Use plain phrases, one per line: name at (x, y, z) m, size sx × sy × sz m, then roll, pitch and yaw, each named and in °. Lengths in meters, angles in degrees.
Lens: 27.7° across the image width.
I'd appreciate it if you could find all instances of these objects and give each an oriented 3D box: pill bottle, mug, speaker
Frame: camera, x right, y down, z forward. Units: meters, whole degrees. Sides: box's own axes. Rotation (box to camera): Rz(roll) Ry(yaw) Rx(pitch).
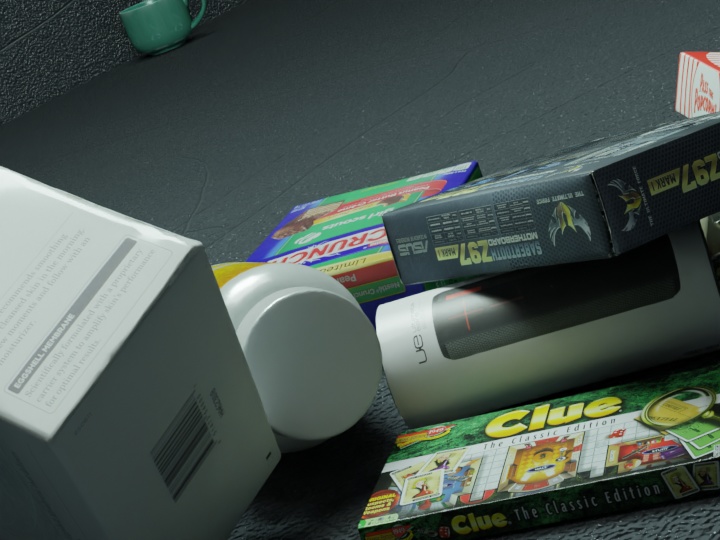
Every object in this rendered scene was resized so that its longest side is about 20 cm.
pill bottle at (-0.057, 0.051, 0.896) m, size 0.112 × 0.114 × 0.200 m, roll -26°, pitch 9°, yaw -17°
mug at (-0.446, -0.560, 3.319) m, size 0.184 × 0.115 × 0.152 m, roll -6°, pitch 21°, yaw 38°
speaker at (0.111, 0.032, 0.856) m, size 0.198 × 0.082 × 0.081 m, roll -16°, pitch 17°, yaw 13°

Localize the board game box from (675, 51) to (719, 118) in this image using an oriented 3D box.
board game box at (0.332, -0.116, 0.998) m, size 0.198 × 0.047 × 0.152 m, roll 0°, pitch 16°, yaw -3°

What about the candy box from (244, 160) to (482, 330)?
candy box at (0.000, 0.000, 1.094) m, size 0.168 × 0.078 × 0.200 m, roll -13°, pitch 19°, yaw 23°

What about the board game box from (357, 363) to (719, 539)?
board game box at (0.102, 0.098, 0.764) m, size 0.198 × 0.024 × 0.105 m, roll -15°, pitch 15°, yaw 19°

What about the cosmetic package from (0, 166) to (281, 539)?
cosmetic package at (-0.170, 0.056, 0.748) m, size 0.199 × 0.200 × 0.123 m, roll 22°, pitch 60°, yaw 25°

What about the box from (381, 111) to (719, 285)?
box at (0.130, -0.043, 0.854) m, size 0.157 × 0.051 × 0.199 m, roll -20°, pitch 6°, yaw -33°

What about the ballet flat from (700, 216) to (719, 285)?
ballet flat at (0.211, -0.018, 0.912) m, size 0.199 × 0.075 × 0.074 m, roll -22°, pitch 17°, yaw -3°

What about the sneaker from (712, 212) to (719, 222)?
sneaker at (0.247, -0.060, 0.985) m, size 0.198 × 0.073 × 0.072 m, roll -17°, pitch 15°, yaw -8°
